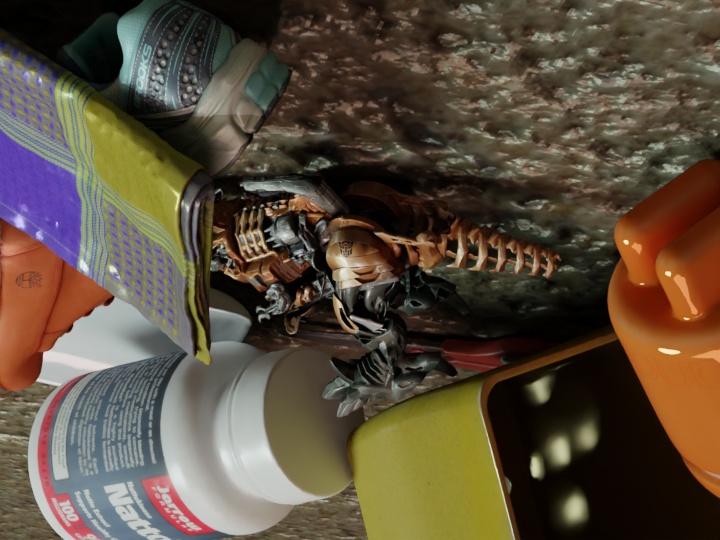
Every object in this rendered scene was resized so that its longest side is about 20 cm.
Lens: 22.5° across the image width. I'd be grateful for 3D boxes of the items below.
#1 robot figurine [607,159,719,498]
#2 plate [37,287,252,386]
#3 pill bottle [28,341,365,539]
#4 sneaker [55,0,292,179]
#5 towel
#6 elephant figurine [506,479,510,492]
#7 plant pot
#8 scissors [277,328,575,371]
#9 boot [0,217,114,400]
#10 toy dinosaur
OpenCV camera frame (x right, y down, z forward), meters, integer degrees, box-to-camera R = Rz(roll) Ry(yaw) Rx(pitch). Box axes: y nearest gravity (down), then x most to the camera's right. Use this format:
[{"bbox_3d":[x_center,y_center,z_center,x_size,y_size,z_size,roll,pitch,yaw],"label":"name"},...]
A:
[{"bbox_3d":[0.196,0.040,0.907,0.143,0.117,0.200,-3,132,36],"label":"robot figurine"},{"bbox_3d":[-0.180,0.031,1.159,0.199,0.032,0.200,13,157,-10],"label":"plate"},{"bbox_3d":[-0.100,0.107,1.118,0.199,0.120,0.119,-15,147,40],"label":"pill bottle"},{"bbox_3d":[-0.107,-0.081,0.857,0.086,0.078,0.200,41,150,-14],"label":"sneaker"},{"bbox_3d":[-0.143,-0.047,0.849,0.200,0.023,0.144,35,151,18],"label":"towel"},{"bbox_3d":[0.086,0.203,1.223,0.155,0.200,0.142,38,178,15],"label":"elephant figurine"},{"bbox_3d":[0.107,0.138,1.038,0.199,0.201,0.176,-17,-176,-36],"label":"plant pot"},{"bbox_3d":[0.050,0.047,1.141,0.199,0.014,0.073,14,158,-8],"label":"scissors"},{"bbox_3d":[-0.173,0.012,1.018,0.107,0.075,0.200,-7,153,-15],"label":"boot"},{"bbox_3d":[0.000,0.000,0.962,0.199,0.102,0.136,20,148,33],"label":"toy dinosaur"}]
